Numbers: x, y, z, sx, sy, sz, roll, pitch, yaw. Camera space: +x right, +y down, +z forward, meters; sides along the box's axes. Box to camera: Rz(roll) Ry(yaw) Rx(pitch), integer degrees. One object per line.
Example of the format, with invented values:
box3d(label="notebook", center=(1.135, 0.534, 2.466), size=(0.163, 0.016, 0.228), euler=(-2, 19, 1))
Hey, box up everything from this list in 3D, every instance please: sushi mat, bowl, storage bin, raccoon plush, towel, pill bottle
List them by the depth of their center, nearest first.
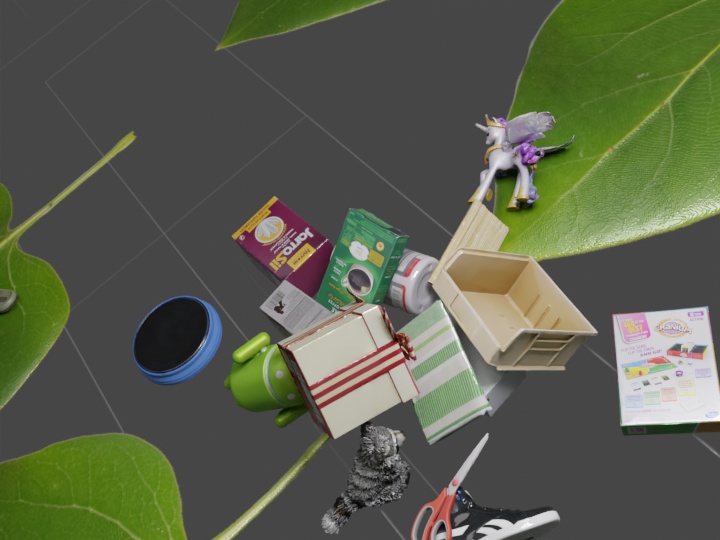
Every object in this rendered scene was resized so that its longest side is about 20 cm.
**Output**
box3d(label="raccoon plush", center=(0.003, 0.341, 1.325), size=(0.096, 0.134, 0.200), euler=(26, 71, 34))
box3d(label="storage bin", center=(0.252, 0.064, 1.364), size=(0.094, 0.198, 0.200), euler=(-59, 44, 29))
box3d(label="towel", center=(0.129, 0.174, 1.376), size=(0.152, 0.023, 0.201), euler=(-40, 63, 39))
box3d(label="sushi mat", center=(0.205, -0.028, 1.530), size=(0.201, 0.096, 0.012), euler=(-59, 19, -20))
box3d(label="pill bottle", center=(0.047, 0.004, 1.556), size=(0.199, 0.114, 0.114), euler=(21, 67, 34))
box3d(label="bowl", center=(-0.387, 0.142, 1.702), size=(0.199, 0.039, 0.202), euler=(-12, 54, 16))

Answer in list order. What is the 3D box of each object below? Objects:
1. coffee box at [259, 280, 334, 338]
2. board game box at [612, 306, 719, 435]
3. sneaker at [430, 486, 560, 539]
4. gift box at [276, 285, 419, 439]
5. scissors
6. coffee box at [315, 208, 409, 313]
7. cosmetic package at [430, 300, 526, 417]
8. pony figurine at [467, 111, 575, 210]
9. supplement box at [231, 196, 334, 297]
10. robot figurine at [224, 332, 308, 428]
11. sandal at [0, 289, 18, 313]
box3d(label="coffee box", center=(-0.083, 0.116, 1.536), size=(0.200, 0.113, 0.080), euler=(32, 74, 36))
box3d(label="board game box", center=(0.487, 0.159, 1.296), size=(0.152, 0.040, 0.201), euler=(-6, 55, 20))
box3d(label="sneaker", center=(0.196, 0.375, 1.255), size=(0.199, 0.073, 0.112), euler=(-25, 52, 8))
box3d(label="gift box", center=(-0.018, 0.142, 1.347), size=(0.186, 0.201, 0.184), euler=(-26, 11, -14))
box3d(label="scissors", center=(0.137, 0.339, 1.266), size=(0.073, 0.014, 0.201), euler=(9, 71, 46))
box3d(label="coffee box", center=(0.000, 0.000, 1.491), size=(0.123, 0.044, 0.201), euler=(32, 112, 31))
box3d(label="cosmetic package", center=(0.179, 0.151, 1.420), size=(0.101, 0.071, 0.200), euler=(-45, 51, -10))
box3d(label="pony figurine", center=(0.306, -0.223, 1.592), size=(0.192, 0.166, 0.201), euler=(-1, 72, 32))
box3d(label="supplement box", center=(-0.151, -0.040, 1.682), size=(0.131, 0.103, 0.200), euler=(-44, 52, -10))
box3d(label="robot figurine", center=(-0.159, 0.196, 1.493), size=(0.199, 0.176, 0.116), euler=(-16, 20, 39))
box3d(label="sandal", center=(-0.928, 0.066, 1.985), size=(0.200, 0.057, 0.080), euler=(-7, 55, 20))
